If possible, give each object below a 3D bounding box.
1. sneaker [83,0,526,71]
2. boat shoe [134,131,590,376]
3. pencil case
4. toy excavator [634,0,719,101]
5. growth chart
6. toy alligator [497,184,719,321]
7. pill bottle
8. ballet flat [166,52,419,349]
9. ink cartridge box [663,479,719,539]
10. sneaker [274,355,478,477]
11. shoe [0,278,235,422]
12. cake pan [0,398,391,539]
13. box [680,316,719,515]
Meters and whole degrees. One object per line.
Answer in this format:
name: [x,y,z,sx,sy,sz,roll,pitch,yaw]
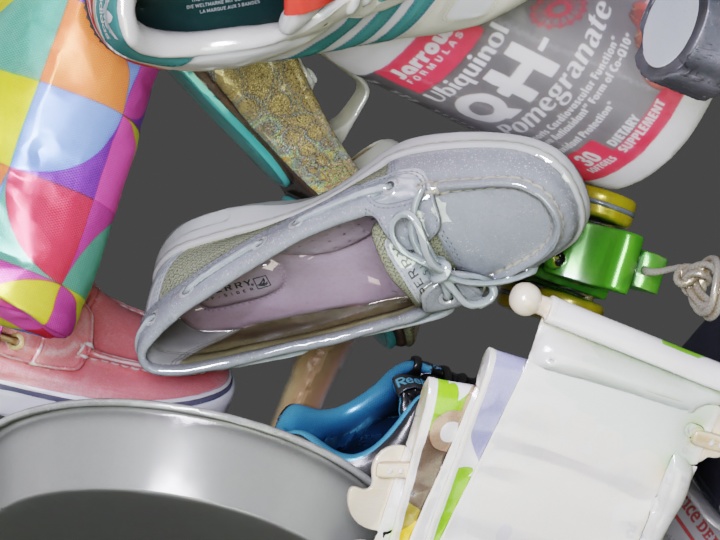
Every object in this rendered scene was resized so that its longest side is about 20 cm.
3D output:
sneaker: [-0.003,-0.109,0.748,0.198,0.093,0.071,-12,105,-3]
boat shoe: [-0.001,-0.001,0.858,0.201,0.065,0.075,-12,125,23]
pencil case: [-0.121,-0.070,0.822,0.088,0.088,0.201,24,82,-25]
toy excavator: [0.193,-0.172,0.774,0.099,0.195,0.200,19,138,-24]
growth chart: [0.066,0.103,0.864,0.144,0.018,0.201,27,102,-16]
toy alligator: [0.089,-0.008,0.889,0.054,0.200,0.060,18,89,-20]
pill bottle: [0.047,-0.119,0.865,0.199,0.111,0.111,23,108,-25]
ballet flat: [-0.013,-0.049,0.913,0.071,0.071,0.200,-35,120,3]
ink cartridge box: [0.199,0.164,1.050,0.200,0.116,0.068,35,101,-27]
sneaker: [0.054,0.079,0.989,0.199,0.073,0.082,-19,121,-6]
shoe: [-0.141,0.010,0.899,0.199,0.072,0.091,11,116,-17]
cake pan: [-0.080,0.119,0.925,0.199,0.037,0.201,8,150,4]
box: [0.282,0.061,1.021,0.196,0.118,0.200,34,102,-27]
